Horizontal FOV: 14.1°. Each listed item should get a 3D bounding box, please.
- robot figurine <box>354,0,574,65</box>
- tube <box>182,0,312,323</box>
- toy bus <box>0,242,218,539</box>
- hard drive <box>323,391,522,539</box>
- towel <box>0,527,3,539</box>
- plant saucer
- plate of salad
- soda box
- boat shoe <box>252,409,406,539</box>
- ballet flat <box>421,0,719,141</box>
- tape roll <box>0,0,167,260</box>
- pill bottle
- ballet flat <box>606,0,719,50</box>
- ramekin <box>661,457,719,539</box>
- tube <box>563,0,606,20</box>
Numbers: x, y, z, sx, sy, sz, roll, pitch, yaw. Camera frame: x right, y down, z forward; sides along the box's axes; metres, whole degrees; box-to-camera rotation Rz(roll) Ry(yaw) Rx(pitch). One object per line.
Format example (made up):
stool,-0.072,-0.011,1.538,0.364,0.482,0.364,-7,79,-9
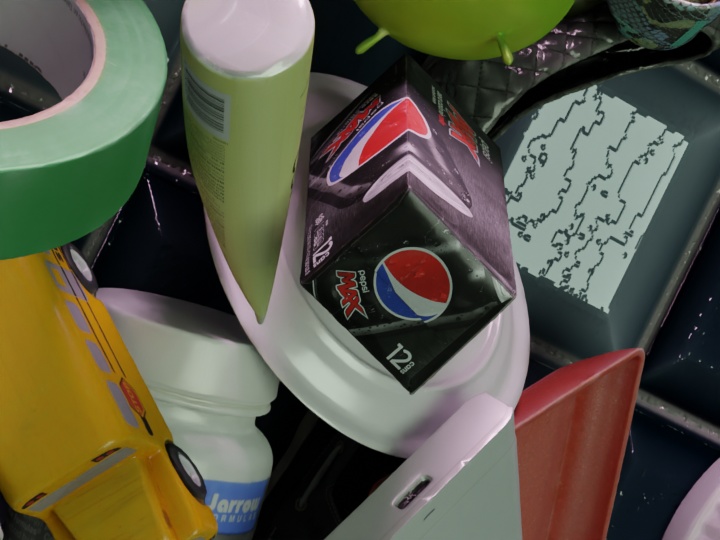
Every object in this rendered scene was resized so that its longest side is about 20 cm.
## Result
robot figurine,0.056,-0.185,1.329,0.116,0.175,0.200,43,57,-55
tube,-0.049,-0.054,1.198,0.200,0.052,0.058,99,15,-63
toy bus,-0.139,0.041,1.253,0.065,0.200,0.078,-32,163,9
hard drive,0.029,0.166,1.361,0.132,0.026,0.200,-42,145,-30
towel,-0.200,0.021,1.200,0.023,0.200,0.153,-27,121,-2
plant saucer,0.056,0.147,1.449,0.200,0.037,0.200,-28,137,-44
plate of salad,0.000,0.000,1.370,0.200,0.048,0.200,23,51,-32
soda box,0.020,-0.026,1.258,0.063,0.200,0.071,-41,105,14
boat shoe,-0.017,0.136,1.434,0.072,0.068,0.200,28,91,-37
ballet flat,0.122,-0.102,1.443,0.200,0.066,0.057,-17,69,-21
tape roll,-0.181,-0.083,1.177,0.200,0.200,0.048,-9,133,-30
pill bottle,-0.106,0.115,1.341,0.114,0.114,0.200,11,99,-35
ballet flat,0.145,-0.208,1.392,0.074,0.074,0.200,-11,90,-30
ramekin,0.266,0.189,1.608,0.200,0.105,0.200,-10,110,-29
tube,0.175,-0.176,1.473,0.200,0.052,0.058,-14,81,-24
